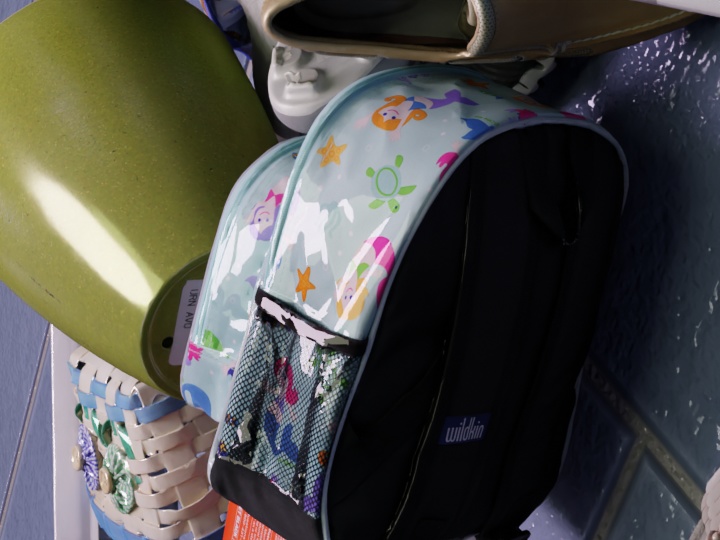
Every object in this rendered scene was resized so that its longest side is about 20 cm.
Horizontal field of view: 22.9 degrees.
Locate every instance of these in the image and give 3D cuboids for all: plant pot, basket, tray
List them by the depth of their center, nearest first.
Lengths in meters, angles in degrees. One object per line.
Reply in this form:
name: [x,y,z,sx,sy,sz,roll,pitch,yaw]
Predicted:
plant pot: [-0.108,-0.024,0.929,0.200,0.186,0.188,50,130,47]
basket: [-0.086,0.124,1.044,0.176,0.139,0.201,14,133,63]
tray: [-0.149,0.107,1.124,0.022,0.107,0.201,-14,72,37]

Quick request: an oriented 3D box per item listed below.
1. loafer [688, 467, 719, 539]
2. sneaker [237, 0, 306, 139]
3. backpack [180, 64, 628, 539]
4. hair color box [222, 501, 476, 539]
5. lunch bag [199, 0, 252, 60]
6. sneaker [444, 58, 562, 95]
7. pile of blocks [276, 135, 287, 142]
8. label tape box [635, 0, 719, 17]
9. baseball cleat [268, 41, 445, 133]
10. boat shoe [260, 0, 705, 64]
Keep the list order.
loafer: [0.160,0.077,0.632,0.200,0.063,0.072,-53,42,46]
sneaker: [-0.036,-0.157,0.961,0.072,0.072,0.200,50,162,39]
backpack: [0.025,0.010,0.773,0.150,0.177,0.201,33,115,35]
hair color box: [0.016,0.152,0.861,0.200,0.101,0.062,28,110,61]
lunch bag: [-0.065,-0.244,1.047,0.200,0.123,0.171,92,165,-57]
sneaker: [0.069,-0.150,0.802,0.200,0.090,0.067,125,155,-43]
pile of blocks: [-0.095,-0.024,1.144,0.082,0.062,0.201,41,122,57]
label tape box: [0.120,-0.164,0.627,0.199,0.063,0.145,14,102,21]
baseball cleat: [0.017,-0.111,0.868,0.200,0.069,0.107,-62,-35,-41]
boat shoe: [0.057,-0.111,0.729,0.076,0.199,0.072,-72,-27,-63]
